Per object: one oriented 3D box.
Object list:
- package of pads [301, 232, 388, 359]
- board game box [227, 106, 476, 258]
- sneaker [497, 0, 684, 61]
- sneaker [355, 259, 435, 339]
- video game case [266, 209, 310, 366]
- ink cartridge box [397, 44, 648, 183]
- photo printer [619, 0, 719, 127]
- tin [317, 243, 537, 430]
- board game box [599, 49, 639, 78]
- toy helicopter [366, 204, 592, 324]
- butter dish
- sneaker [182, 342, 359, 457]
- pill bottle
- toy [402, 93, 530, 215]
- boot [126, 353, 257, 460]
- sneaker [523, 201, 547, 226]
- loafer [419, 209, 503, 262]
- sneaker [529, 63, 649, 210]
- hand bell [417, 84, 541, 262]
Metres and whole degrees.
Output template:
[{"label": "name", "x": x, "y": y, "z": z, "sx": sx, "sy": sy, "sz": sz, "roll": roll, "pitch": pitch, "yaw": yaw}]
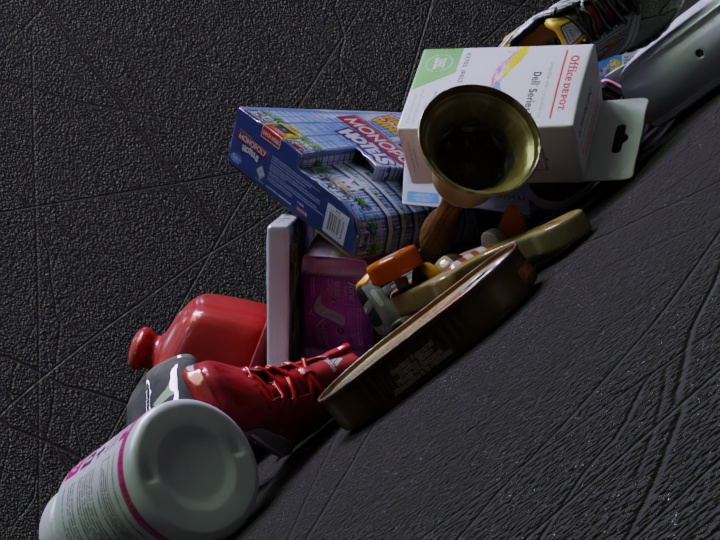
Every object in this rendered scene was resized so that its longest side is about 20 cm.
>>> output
[{"label": "package of pads", "x": 0.000, "y": 0.000, "z": 1.817, "sx": 0.075, "sy": 0.122, "sz": 0.200, "roll": 4, "pitch": 27, "yaw": 13}, {"label": "board game box", "x": 0.013, "y": -0.093, "z": 1.783, "sx": 0.199, "sy": 0.200, "sz": 0.062, "roll": -10, "pitch": -55, "yaw": -40}, {"label": "sneaker", "x": 0.207, "y": -0.217, "z": 1.716, "sx": 0.199, "sy": 0.078, "sz": 0.082, "roll": -32, "pitch": 0, "yaw": 15}, {"label": "sneaker", "x": 0.046, "y": 0.017, "z": 1.710, "sx": 0.078, "sy": 0.077, "sz": 0.200, "roll": -40, "pitch": 1, "yaw": 12}, {"label": "video game case", "x": -0.067, "y": 0.049, "z": 1.752, "sx": 0.023, "sy": 0.202, "sz": 0.182, "roll": 1, "pitch": 7, "yaw": 4}, {"label": "ink cartridge box", "x": 0.143, "y": -0.137, "z": 1.650, "sx": 0.198, "sy": 0.068, "sz": 0.118, "roll": 0, "pitch": 44, "yaw": 19}, {"label": "photo printer", "x": 0.344, "y": -0.227, "z": 1.753, "sx": 0.199, "sy": 0.070, "sz": 0.166, "roll": -37, "pitch": 4, "yaw": 29}, {"label": "tin", "x": 0.053, "y": 0.053, "z": 1.457, "sx": 0.199, "sy": 0.042, "sz": 0.112, "roll": -38, "pitch": 7, "yaw": 21}, {"label": "board game box", "x": 0.214, "y": -0.198, "z": 1.964, "sx": 0.194, "sy": 0.057, "sz": 0.200, "roll": -3, "pitch": 7, "yaw": 15}, {"label": "toy helicopter", "x": 0.111, "y": -0.009, "z": 1.547, "sx": 0.199, "sy": 0.080, "sz": 0.132, "roll": -23, "pitch": 4, "yaw": 40}, {"label": "butter dish", "x": -0.158, "y": 0.098, "z": 1.871, "sx": 0.199, "sy": 0.146, "sz": 0.202, "roll": -54, "pitch": -16, "yaw": -83}, {"label": "sneaker", "x": -0.063, "y": 0.087, "z": 1.557, "sx": 0.115, "sy": 0.079, "sz": 0.200, "roll": -34, "pitch": -18, "yaw": 10}, {"label": "pill bottle", "x": -0.173, "y": 0.185, "z": 1.495, "sx": 0.113, "sy": 0.114, "sz": 0.200, "roll": -41, "pitch": 3, "yaw": -40}, {"label": "toy", "x": 0.099, "y": -0.125, "z": 1.746, "sx": 0.201, "sy": 0.114, "sz": 0.048, "roll": -85, "pitch": -1, "yaw": -58}, {"label": "boot", "x": -0.154, "y": 0.146, "z": 1.688, "sx": 0.181, "sy": 0.073, "sz": 0.201, "roll": -38, "pitch": 22, "yaw": 25}, {"label": "sneaker", "x": 0.144, "y": -0.079, "z": 1.910, "sx": 0.073, "sy": 0.082, "sz": 0.200, "roll": -37, "pitch": 3, "yaw": -35}, {"label": "loafer", "x": 0.114, "y": -0.037, "z": 1.839, "sx": 0.201, "sy": 0.071, "sz": 0.073, "roll": -56, "pitch": 8, "yaw": 31}, {"label": "sneaker", "x": 0.224, "y": -0.150, "z": 1.759, "sx": 0.200, "sy": 0.070, "sz": 0.100, "roll": -48, "pitch": -23, "yaw": -32}, {"label": "hand bell", "x": 0.081, "y": -0.060, "z": 1.618, "sx": 0.104, "sy": 0.104, "sz": 0.200, "roll": -40, "pitch": -15, "yaw": -26}]
